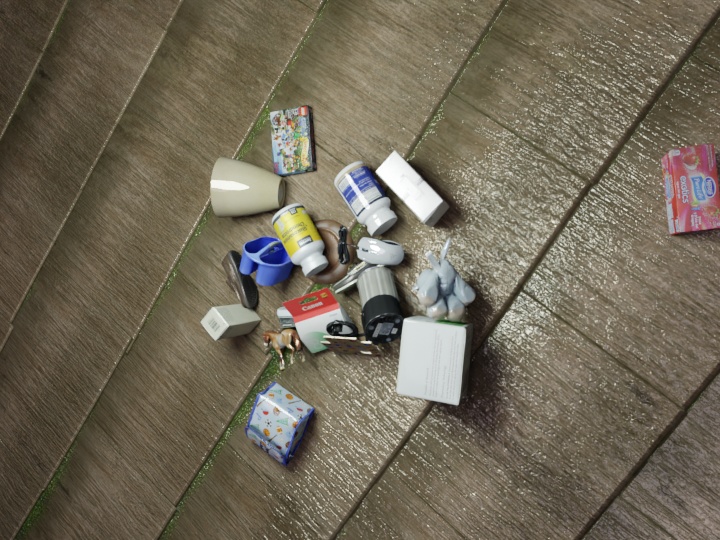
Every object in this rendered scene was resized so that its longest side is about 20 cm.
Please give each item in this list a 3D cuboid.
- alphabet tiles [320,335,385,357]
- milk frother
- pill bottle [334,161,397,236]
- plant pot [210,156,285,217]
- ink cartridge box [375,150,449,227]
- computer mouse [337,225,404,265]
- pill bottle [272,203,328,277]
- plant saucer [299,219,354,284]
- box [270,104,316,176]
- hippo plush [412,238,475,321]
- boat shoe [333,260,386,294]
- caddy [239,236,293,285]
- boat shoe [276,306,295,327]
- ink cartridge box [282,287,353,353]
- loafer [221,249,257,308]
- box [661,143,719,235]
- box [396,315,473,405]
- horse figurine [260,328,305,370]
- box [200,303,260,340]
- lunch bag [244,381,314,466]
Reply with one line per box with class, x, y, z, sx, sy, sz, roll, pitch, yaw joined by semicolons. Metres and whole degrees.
alphabet tiles;-0.030;0.219;1.487;0.163;0.200;0.008;2;68;18
milk frother;0.006;0.101;1.445;0.181;0.197;0.190;-49;33;29
pill bottle;0.018;-0.208;1.515;0.115;0.115;0.202;-35;79;15
plant pot;-0.342;-0.251;1.619;0.195;0.187;0.192;6;91;4
ink cartridge box;0.151;-0.227;1.454;0.083;0.146;0.200;-44;78;13
computer mouse;0.027;-0.059;1.475;0.195;0.044;0.112;9;103;7
pill bottle;-0.175;-0.089;1.543;0.111;0.112;0.202;-33;79;15
plant saucer;-0.115;-0.058;1.600;0.196;0.037;0.206;0;90;19
box;-0.213;-0.409;1.636;0.134;0.038;0.205;-6;87;19
hippo plush;0.197;0.050;1.415;0.158;0.160;0.203;-31;94;-21
boat shoe;0.000;0.000;1.543;0.199;0.072;0.061;-32;81;7
caddy;-0.278;-0.041;1.577;0.140;0.200;0.106;30;115;14
boat shoe;-0.165;0.147;1.604;0.196;0.072;0.073;-2;104;23
ink cartridge box;-0.120;0.152;1.527;0.158;0.201;0.051;-19;42;17
loafer;-0.396;0.036;1.681;0.070;0.073;0.203;-30;74;24
box;0.805;-0.194;1.258;0.093;0.099;0.205;-6;87;18
box;0.207;0.235;1.402;0.168;0.199;0.205;5;90;18
horse figurine;-0.233;0.234;1.606;0.199;0.049;0.135;-28;73;47
box;-0.399;0.157;1.605;0.068;0.199;0.082;-46;76;12
lunch bag;-0.260;0.486;1.600;0.168;0.123;0.203;31;112;17
